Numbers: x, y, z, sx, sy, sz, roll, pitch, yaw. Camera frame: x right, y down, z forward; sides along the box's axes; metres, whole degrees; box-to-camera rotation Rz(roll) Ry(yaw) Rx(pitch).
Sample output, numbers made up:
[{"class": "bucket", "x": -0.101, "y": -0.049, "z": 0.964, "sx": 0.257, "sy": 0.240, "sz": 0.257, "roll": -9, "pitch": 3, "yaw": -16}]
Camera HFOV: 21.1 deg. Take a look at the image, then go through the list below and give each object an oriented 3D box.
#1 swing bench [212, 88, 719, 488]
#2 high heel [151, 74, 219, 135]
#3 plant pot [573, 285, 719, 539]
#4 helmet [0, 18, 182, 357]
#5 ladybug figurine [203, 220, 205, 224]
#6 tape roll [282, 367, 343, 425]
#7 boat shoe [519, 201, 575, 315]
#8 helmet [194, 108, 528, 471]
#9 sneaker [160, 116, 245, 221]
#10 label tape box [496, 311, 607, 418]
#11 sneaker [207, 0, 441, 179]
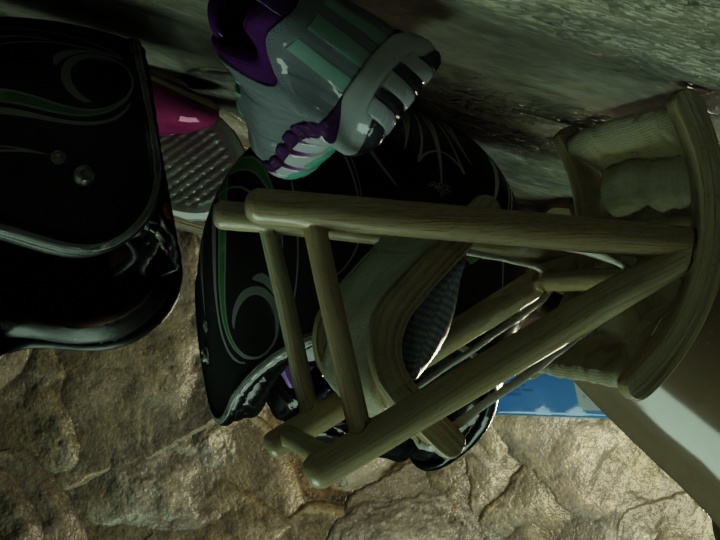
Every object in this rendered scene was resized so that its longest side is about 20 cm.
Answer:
[{"class": "swing bench", "x": 0.049, "y": 0.007, "z": 0.872, "sx": 0.200, "sy": 0.130, "sz": 0.199, "roll": -13, "pitch": -179, "yaw": -8}, {"class": "high heel", "x": -0.172, "y": -0.086, "z": 1.287, "sx": 0.067, "sy": 0.096, "sz": 0.200, "roll": 19, "pitch": 176, "yaw": -44}, {"class": "plant pot", "x": 0.203, "y": 0.042, "z": 0.986, "sx": 0.175, "sy": 0.200, "sz": 0.200, "roll": 32, "pitch": 174, "yaw": -11}, {"class": "helmet", "x": -0.201, "y": -0.037, "z": 1.054, "sx": 0.191, "sy": 0.200, "sz": 0.200, "roll": -10, "pitch": 179, "yaw": -4}, {"class": "ladybug figurine", "x": -0.063, "y": -0.036, "z": 1.724, "sx": 0.200, "sy": 0.072, "sz": 0.136, "roll": 19, "pitch": 164, "yaw": -38}, {"class": "tape roll", "x": 0.011, "y": 0.030, "z": 1.470, "sx": 0.200, "sy": 0.200, "sz": 0.066, "roll": 18, "pitch": 176, "yaw": -29}, {"class": "boat shoe", "x": 0.136, "y": -0.004, "z": 1.364, "sx": 0.075, "sy": 0.075, "sz": 0.202, "roll": 16, "pitch": 177, "yaw": -3}, {"class": "helmet", "x": 0.000, "y": 0.000, "z": 1.082, "sx": 0.200, "sy": 0.191, "sz": 0.200, "roll": -1, "pitch": 144, "yaw": -1}, {"class": "sneaker", "x": -0.136, "y": -0.084, "z": 1.349, "sx": 0.200, "sy": 0.078, "sz": 0.079, "roll": 28, "pitch": 180, "yaw": 36}, {"class": "label tape box", "x": 0.194, "y": 0.036, "z": 1.419, "sx": 0.144, "sy": 0.063, "sz": 0.200, "roll": 0, "pitch": -156, "yaw": 31}, {"class": "sneaker", "x": -0.030, "y": -0.095, "z": 0.847, "sx": 0.088, "sy": 0.074, "sz": 0.200, "roll": 38, "pitch": 168, "yaw": -11}]
